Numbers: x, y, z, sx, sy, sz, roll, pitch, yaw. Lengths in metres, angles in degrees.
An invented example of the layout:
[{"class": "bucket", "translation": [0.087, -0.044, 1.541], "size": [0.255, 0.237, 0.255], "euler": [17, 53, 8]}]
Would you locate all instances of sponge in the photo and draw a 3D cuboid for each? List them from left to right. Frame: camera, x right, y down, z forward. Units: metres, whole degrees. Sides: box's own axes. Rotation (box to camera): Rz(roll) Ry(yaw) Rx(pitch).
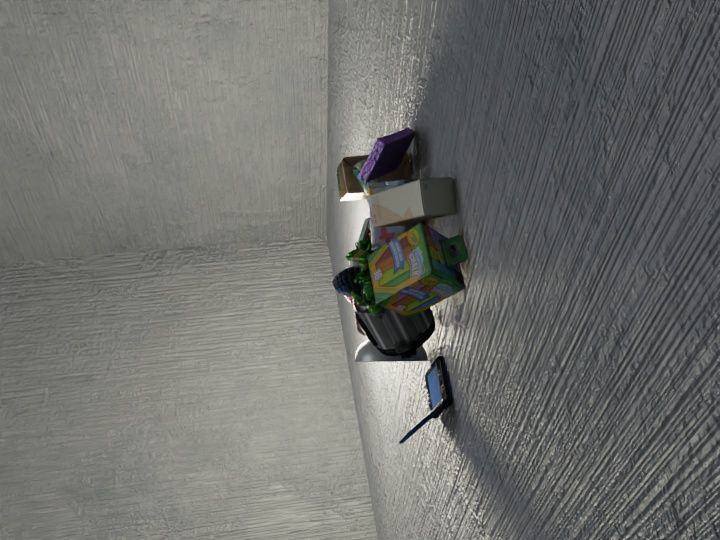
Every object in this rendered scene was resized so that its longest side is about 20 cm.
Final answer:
[{"class": "sponge", "translation": [0.067, -0.287, 1.704], "size": [0.200, 0.030, 0.112], "euler": [-34, -24, -58]}]

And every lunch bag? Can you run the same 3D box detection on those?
[{"class": "lunch bag", "translation": [0.101, -0.143, 1.725], "size": [0.200, 0.125, 0.172], "euler": [-15, -78, -70]}]

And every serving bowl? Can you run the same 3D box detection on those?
[{"class": "serving bowl", "translation": [0.082, 0.212, 1.848], "size": [0.200, 0.197, 0.067], "euler": [141, 129, -81]}]

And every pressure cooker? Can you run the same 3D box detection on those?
[{"class": "pressure cooker", "translation": [0.092, 0.116, 1.710], "size": [0.178, 0.176, 0.201], "euler": [4, 130, 50]}]

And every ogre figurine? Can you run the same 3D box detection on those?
[{"class": "ogre figurine", "translation": [0.024, 0.028, 1.562], "size": [0.200, 0.097, 0.121], "euler": [49, 162, 54]}]

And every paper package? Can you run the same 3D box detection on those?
[{"class": "paper package", "translation": [0.033, -0.259, 1.912], "size": [0.200, 0.188, 0.105], "euler": [-172, 77, -83]}]

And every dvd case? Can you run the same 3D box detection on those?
[{"class": "dvd case", "translation": [0.056, -0.036, 2.007], "size": [0.201, 0.022, 0.147], "euler": [57, -150, -29]}]

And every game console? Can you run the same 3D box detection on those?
[{"class": "game console", "translation": [0.150, 0.323, 1.704], "size": [0.200, 0.117, 0.173], "euler": [105, 158, -67]}]

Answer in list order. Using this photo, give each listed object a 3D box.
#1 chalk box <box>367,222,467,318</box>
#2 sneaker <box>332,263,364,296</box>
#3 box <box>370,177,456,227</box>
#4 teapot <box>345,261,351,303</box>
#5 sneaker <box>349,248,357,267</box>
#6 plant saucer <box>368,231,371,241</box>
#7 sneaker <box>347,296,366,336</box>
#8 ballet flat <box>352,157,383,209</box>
[{"class": "chalk box", "translation": [0.132, -0.007, 1.450], "size": [0.199, 0.123, 0.126], "euler": [-33, 52, 31]}, {"class": "sneaker", "translation": [0.026, 0.001, 1.690], "size": [0.087, 0.198, 0.076], "euler": [-86, -26, -72]}, {"class": "box", "translation": [0.113, -0.147, 1.510], "size": [0.199, 0.094, 0.079], "euler": [-8, 89, 60]}, {"class": "teapot", "translation": [0.045, 0.032, 2.239], "size": [0.197, 0.145, 0.202], "euler": [27, 99, 56]}, {"class": "sneaker", "translation": [0.000, 0.000, 1.877], "size": [0.105, 0.075, 0.201], "euler": [50, 166, 45]}, {"class": "plant saucer", "translation": [0.094, -0.032, 1.895], "size": [0.201, 0.037, 0.200], "euler": [53, 175, 7]}, {"class": "sneaker", "translation": [0.023, 0.076, 1.837], "size": [0.095, 0.078, 0.202], "euler": [-42, -45, -42]}, {"class": "ballet flat", "translation": [0.044, -0.203, 1.787], "size": [0.067, 0.062, 0.201], "euler": [34, 157, 49]}]
